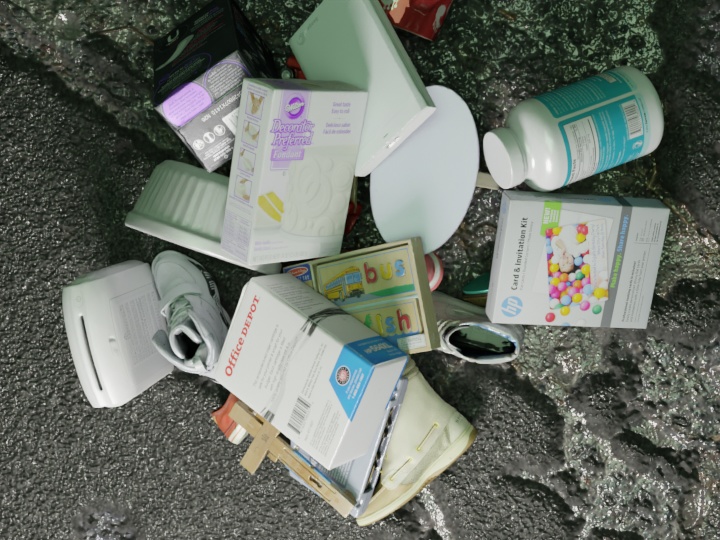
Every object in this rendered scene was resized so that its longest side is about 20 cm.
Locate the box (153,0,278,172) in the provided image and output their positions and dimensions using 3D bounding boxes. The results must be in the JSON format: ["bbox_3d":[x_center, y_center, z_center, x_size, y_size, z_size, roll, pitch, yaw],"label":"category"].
[{"bbox_3d":[-0.172,-0.231,1.251,0.122,0.201,0.106,-32,124,11],"label":"box"}]

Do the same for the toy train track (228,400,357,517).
[{"bbox_3d":[-0.083,0.235,1.322,0.199,0.032,0.115,39,117,12],"label":"toy train track"}]

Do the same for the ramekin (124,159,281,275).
[{"bbox_3d":[-0.183,-0.067,1.290,0.200,0.202,0.095,18,88,5],"label":"ramekin"}]

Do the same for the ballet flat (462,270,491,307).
[{"bbox_3d":[0.229,0.012,1.311,0.199,0.068,0.073,-28,111,6],"label":"ballet flat"}]

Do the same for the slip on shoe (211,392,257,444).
[{"bbox_3d":[-0.132,0.136,1.366,0.061,0.074,0.201,36,105,5],"label":"slip on shoe"}]

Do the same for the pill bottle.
[{"bbox_3d":[0.247,-0.162,1.225,0.198,0.111,0.112,-20,94,-13],"label":"pill bottle"}]

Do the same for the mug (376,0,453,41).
[{"bbox_3d":[0.074,-0.386,1.226,0.132,0.178,0.202,22,104,1],"label":"mug"}]

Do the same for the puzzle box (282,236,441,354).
[{"bbox_3d":[-0.002,0.042,1.253,0.198,0.025,0.135,-13,86,35],"label":"puzzle box"}]

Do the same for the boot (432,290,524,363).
[{"bbox_3d":[0.109,0.069,1.309,0.198,0.096,0.074,9,98,8],"label":"boot"}]

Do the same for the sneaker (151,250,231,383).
[{"bbox_3d":[-0.224,0.053,1.328,0.075,0.115,0.201,-35,74,10],"label":"sneaker"}]

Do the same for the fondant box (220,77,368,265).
[{"bbox_3d":[-0.076,-0.114,1.185,0.058,0.143,0.202,25,113,41],"label":"fondant box"}]

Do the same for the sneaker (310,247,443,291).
[{"bbox_3d":[0.000,0.000,1.309,0.198,0.087,0.075,-8,83,19],"label":"sneaker"}]

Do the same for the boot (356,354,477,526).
[{"bbox_3d":[0.033,0.220,1.353,0.200,0.072,0.155,-42,88,10],"label":"boot"}]

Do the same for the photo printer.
[{"bbox_3d":[-0.308,0.079,1.316,0.069,0.200,0.168,-12,96,9],"label":"photo printer"}]

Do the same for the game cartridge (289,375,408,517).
[{"bbox_3d":[-0.023,0.195,1.321,0.133,0.040,0.202,27,110,27],"label":"game cartridge"}]

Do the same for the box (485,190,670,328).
[{"bbox_3d":[0.259,-0.012,1.248,0.197,0.041,0.158,3,110,-8],"label":"box"}]

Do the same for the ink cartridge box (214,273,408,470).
[{"bbox_3d":[-0.062,0.114,1.236,0.199,0.084,0.147,34,113,27],"label":"ink cartridge box"}]

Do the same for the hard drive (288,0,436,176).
[{"bbox_3d":[-0.002,-0.232,1.223,0.132,0.026,0.201,-40,67,35],"label":"hard drive"}]

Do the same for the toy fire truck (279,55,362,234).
[{"bbox_3d":[-0.051,-0.158,1.313,0.140,0.049,0.202,19,99,19],"label":"toy fire truck"}]

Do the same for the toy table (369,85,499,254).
[{"bbox_3d":[0.081,-0.123,1.280,0.182,0.117,0.202,24,99,5],"label":"toy table"}]
